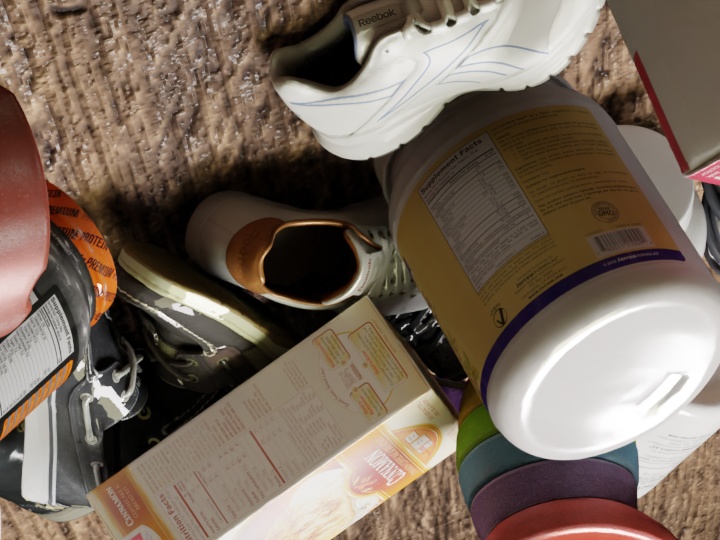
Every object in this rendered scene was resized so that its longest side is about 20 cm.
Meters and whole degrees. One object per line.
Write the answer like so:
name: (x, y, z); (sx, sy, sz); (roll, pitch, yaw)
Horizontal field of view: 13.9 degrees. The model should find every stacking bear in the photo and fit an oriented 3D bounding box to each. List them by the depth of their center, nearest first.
stacking bear: (0.106, 0.088, 1.730); (0.121, 0.200, 0.114); (-19, 146, 15)

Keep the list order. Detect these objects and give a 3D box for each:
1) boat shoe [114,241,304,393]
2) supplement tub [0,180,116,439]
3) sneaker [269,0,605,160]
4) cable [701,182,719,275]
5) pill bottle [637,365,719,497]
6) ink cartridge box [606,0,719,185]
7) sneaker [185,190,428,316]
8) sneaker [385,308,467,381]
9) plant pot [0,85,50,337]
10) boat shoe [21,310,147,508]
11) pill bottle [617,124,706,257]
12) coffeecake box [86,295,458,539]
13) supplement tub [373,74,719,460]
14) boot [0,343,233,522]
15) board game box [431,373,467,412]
boat shoe: (-0.091, 0.040, 1.714); (0.066, 0.072, 0.201); (-53, 152, 3)
supplement tub: (-0.224, 0.041, 1.521); (0.200, 0.122, 0.123); (-44, 173, -37)
sneaker: (0.042, -0.125, 1.544); (0.200, 0.075, 0.087); (-32, 151, 20)
cable: (0.299, -0.062, 1.854); (0.200, 0.051, 0.163); (-41, 131, 1)
pill bottle: (0.183, 0.102, 2.112); (0.114, 0.114, 0.200); (-6, 152, -34)
ink cartridge box: (0.234, -0.117, 1.632); (0.086, 0.148, 0.200); (-35, 153, 28)
sneaker: (0.000, 0.000, 1.721); (0.200, 0.085, 0.073); (3, 106, -36)
sneaker: (0.047, 0.021, 1.843); (0.076, 0.088, 0.200); (-33, 155, 25)
plant pot: (-0.263, -0.022, 1.361); (0.195, 0.201, 0.201); (-14, 157, -40)
boat shoe: (-0.155, 0.061, 1.697); (0.068, 0.072, 0.200); (11, 128, 4)
pill bottle: (0.157, -0.010, 1.845); (0.111, 0.111, 0.200); (-19, 157, -8)
coffeecake box: (-0.044, 0.115, 1.747); (0.200, 0.073, 0.154); (-35, 163, 2)
supplement tub: (0.102, -0.011, 1.649); (0.145, 0.200, 0.146); (-18, 143, -15)
boot: (-0.174, 0.085, 1.808); (0.203, 0.074, 0.154); (-35, 151, 25)
board game box: (0.050, 0.081, 1.882); (0.200, 0.032, 0.120); (10, -175, 17)
